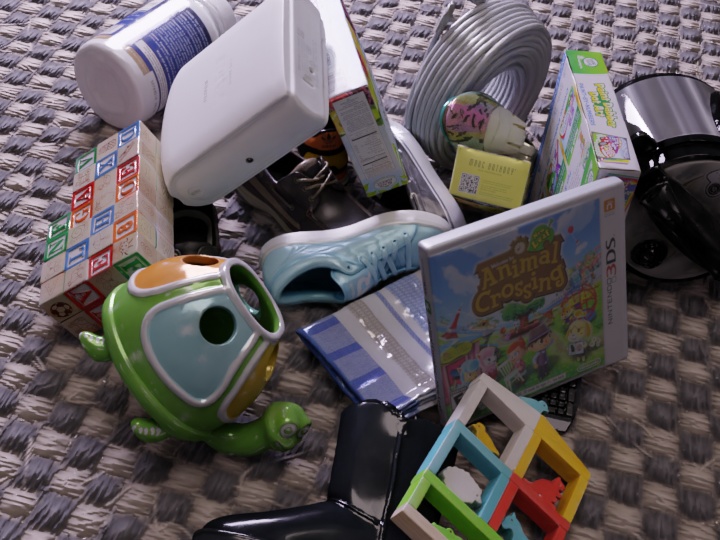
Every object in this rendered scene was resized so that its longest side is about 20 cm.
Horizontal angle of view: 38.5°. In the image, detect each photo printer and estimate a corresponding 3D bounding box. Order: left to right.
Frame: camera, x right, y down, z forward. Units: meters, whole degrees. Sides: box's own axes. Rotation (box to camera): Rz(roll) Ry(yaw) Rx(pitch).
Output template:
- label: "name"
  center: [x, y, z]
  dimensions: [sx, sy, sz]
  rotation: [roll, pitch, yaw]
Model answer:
- label: "photo printer"
  center: [-0.123, -0.166, 1.030]
  dimensions: [0.069, 0.199, 0.168]
  rotation: [32, 42, -39]

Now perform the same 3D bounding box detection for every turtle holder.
- label: "turtle holder"
  center: [-0.129, 0.074, 0.863]
  dimensions: [0.131, 0.141, 0.187]
  rotation: [-33, 71, 15]

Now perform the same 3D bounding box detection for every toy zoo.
- label: "toy zoo"
  center: [0.118, 0.173, 0.845]
  dimensions: [0.131, 0.020, 0.200]
  rotation: [43, 44, -2]

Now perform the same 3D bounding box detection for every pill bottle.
- label: "pill bottle"
  center: [-0.240, -0.265, 1.248]
  dimensions: [0.110, 0.112, 0.200]
  rotation: [25, 47, 20]

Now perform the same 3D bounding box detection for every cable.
- label: "cable"
  center: [0.137, -0.208, 1.166]
  dimensions: [0.069, 0.201, 0.199]
  rotation: [43, 32, 27]

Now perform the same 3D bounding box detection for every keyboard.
- label: "keyboard"
  center: [0.112, 0.085, 0.986]
  dimensions: [0.198, 0.021, 0.128]
  rotation: [12, 44, 5]

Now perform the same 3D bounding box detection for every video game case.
- label: "video game case"
  center: [0.150, 0.030, 0.909]
  dimensions: [0.198, 0.184, 0.022]
  rotation: [-19, 28, -18]

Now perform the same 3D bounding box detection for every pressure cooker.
- label: "pressure cooker"
  center: [0.326, -0.085, 1.071]
  dimensions: [0.174, 0.180, 0.201]
  rotation: [3, 40, -2]

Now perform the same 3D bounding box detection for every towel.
- label: "towel"
  center: [0.058, 0.061, 0.976]
  dimensions: [0.199, 0.024, 0.147]
  rotation: [-24, 50, -26]

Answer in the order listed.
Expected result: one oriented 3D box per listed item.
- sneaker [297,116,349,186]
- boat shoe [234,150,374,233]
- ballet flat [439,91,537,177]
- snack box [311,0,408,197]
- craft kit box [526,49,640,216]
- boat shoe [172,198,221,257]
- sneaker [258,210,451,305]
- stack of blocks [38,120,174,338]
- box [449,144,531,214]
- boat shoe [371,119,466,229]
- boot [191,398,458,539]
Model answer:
- label: "sneaker"
  center: [-0.053, -0.184, 1.198]
  dimensions: [0.069, 0.091, 0.201]
  rotation: [-8, 45, -13]
- label: "boat shoe"
  center: [-0.061, -0.082, 1.103]
  dimensions: [0.199, 0.074, 0.074]
  rotation: [29, 48, 23]
- label: "ballet flat"
  center: [0.154, -0.143, 1.123]
  dimensions: [0.071, 0.070, 0.200]
  rotation: [24, 2, 28]
- label: "snack box"
  center: [-0.011, -0.197, 1.104]
  dimensions: [0.052, 0.143, 0.201]
  rotation: [-19, 48, 6]
- label: "craft kit box"
  center: [0.218, -0.084, 1.041]
  dimensions: [0.048, 0.201, 0.199]
  rotation: [5, 44, -2]
- label: "boat shoe"
  center: [-0.174, -0.001, 1.018]
  dimensions: [0.073, 0.064, 0.203]
  rotation: [1, 45, -8]
- label: "sneaker"
  center: [0.000, 0.000, 1.027]
  dimensions: [0.198, 0.074, 0.082]
  rotation: [-12, 44, 0]
- label: "stack of blocks"
  center: [-0.247, -0.044, 1.018]
  dimensions: [0.114, 0.059, 0.201]
  rotation: [-27, 43, 15]
- label: "box"
  center: [0.135, -0.088, 1.060]
  dimensions: [0.074, 0.051, 0.200]
  rotation: [14, 3, 7]
- label: "boat shoe"
  center: [0.042, -0.091, 1.133]
  dimensions: [0.066, 0.070, 0.201]
  rotation: [-16, 55, -22]
- label: "boot"
  center: [-0.023, 0.182, 0.827]
  dimensions: [0.198, 0.077, 0.169]
  rotation: [13, 47, -2]
